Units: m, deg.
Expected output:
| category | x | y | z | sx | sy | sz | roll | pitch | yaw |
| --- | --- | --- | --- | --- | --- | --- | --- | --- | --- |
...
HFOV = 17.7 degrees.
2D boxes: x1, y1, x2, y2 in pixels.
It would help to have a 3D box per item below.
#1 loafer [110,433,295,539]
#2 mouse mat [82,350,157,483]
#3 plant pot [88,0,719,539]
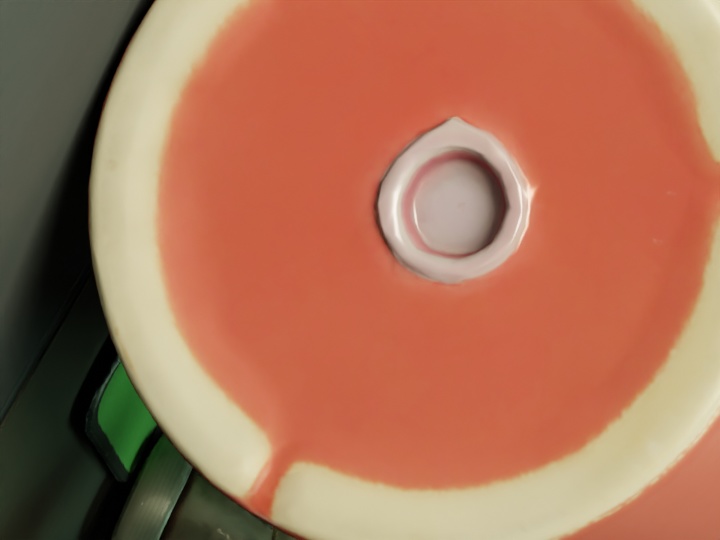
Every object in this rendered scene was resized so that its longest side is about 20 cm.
| category | x | y | z | sx | sy | sz | roll | pitch | yaw |
| --- | --- | --- | --- | --- | --- | --- | --- | --- | --- |
| loafer | -0.052 | 0.096 | 0.866 | 0.200 | 0.063 | 0.072 | 75 | 39 | -87 |
| mouse mat | -0.033 | -0.028 | 0.728 | 0.200 | 0.008 | 0.161 | -63 | 176 | -11 |
| plant pot | 0.035 | -0.010 | 0.531 | 0.200 | 0.200 | 0.177 | -63 | 166 | 5 |
